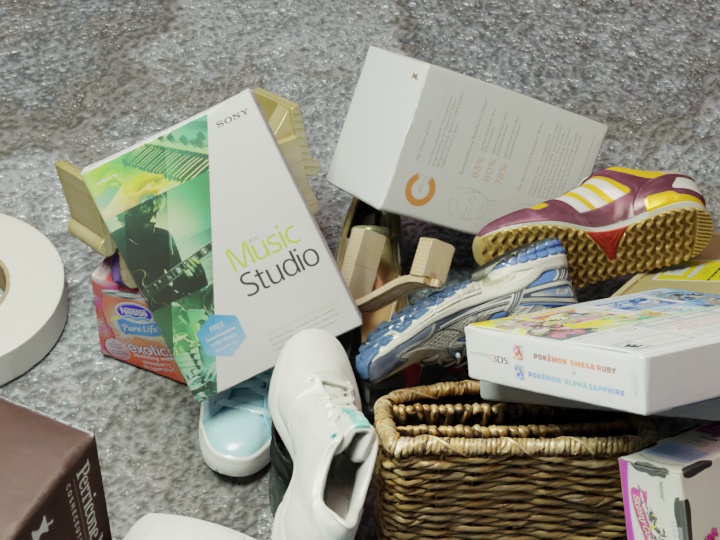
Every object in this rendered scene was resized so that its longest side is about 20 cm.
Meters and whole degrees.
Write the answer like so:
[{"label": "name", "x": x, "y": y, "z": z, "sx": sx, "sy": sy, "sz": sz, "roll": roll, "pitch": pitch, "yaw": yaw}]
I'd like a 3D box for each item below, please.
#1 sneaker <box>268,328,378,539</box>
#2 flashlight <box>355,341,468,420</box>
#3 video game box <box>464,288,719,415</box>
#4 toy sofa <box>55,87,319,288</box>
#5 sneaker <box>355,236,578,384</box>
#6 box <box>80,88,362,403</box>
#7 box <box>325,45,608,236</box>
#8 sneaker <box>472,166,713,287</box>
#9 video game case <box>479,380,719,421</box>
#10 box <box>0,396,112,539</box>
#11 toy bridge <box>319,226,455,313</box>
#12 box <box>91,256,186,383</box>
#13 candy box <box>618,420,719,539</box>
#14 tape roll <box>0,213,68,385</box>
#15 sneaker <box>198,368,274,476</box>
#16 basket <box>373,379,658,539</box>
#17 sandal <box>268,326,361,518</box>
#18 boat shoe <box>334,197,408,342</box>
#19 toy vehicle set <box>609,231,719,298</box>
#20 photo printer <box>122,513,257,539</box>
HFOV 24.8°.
[{"label": "sneaker", "x": -0.017, "y": 0.116, "z": 1.168, "sx": 0.075, "sy": 0.089, "sz": 0.200, "roll": 15, "pitch": 50, "yaw": -22}, {"label": "flashlight", "x": 0.089, "y": 0.073, "z": 1.338, "sx": 0.200, "sy": 0.068, "sz": 0.068, "roll": -9, "pitch": 53, "yaw": -18}, {"label": "video game box", "x": 0.206, "y": 0.052, "z": 1.147, "sx": 0.200, "sy": 0.047, "sz": 0.182, "roll": -9, "pitch": 12, "yaw": -33}, {"label": "toy sofa", "x": -0.138, "y": -0.068, "z": 1.338, "sx": 0.200, "sy": 0.098, "sz": 0.083, "roll": -24, "pitch": 26, "yaw": -22}, {"label": "sneaker", "x": 0.091, "y": 0.048, "z": 1.273, "sx": 0.200, "sy": 0.077, "sz": 0.085, "roll": -27, "pitch": 92, "yaw": -20}, {"label": "box", "x": -0.104, "y": -0.018, "z": 1.249, "sx": 0.144, "sy": 0.200, "sz": 0.036, "roll": -26, "pitch": 9, "yaw": 1}, {"label": "box", "x": 0.091, "y": -0.099, "z": 1.396, "sx": 0.200, "sy": 0.125, "sz": 0.097, "roll": 14, "pitch": 9, "yaw": -34}, {"label": "sneaker", "x": 0.190, "y": -0.040, "z": 1.380, "sx": 0.200, "sy": 0.075, "sz": 0.090, "roll": -6, "pitch": 36, "yaw": -2}, {"label": "video game case", "x": 0.219, "y": 0.076, "z": 1.219, "sx": 0.200, "sy": 0.023, "sz": 0.182, "roll": 3, "pitch": 10, "yaw": 35}, {"label": "box", "x": -0.292, "y": 0.203, "z": 1.115, "sx": 0.164, "sy": 0.166, "sz": 0.200, "roll": 18, "pitch": 47, "yaw": 19}, {"label": "toy bridge", "x": 0.000, "y": 0.000, "z": 1.340, "sx": 0.027, "sy": 0.067, "sz": 0.200, "roll": 20, "pitch": -6, "yaw": -37}, {"label": "box", "x": -0.132, "y": -0.010, "z": 1.392, "sx": 0.102, "sy": 0.095, "sz": 0.200, "roll": 19, "pitch": 47, "yaw": 17}, {"label": "candy box", "x": 0.277, "y": 0.170, "z": 1.155, "sx": 0.200, "sy": 0.137, "sz": 0.061, "roll": -16, "pitch": 15, "yaw": -34}, {"label": "tape roll", "x": -0.350, "y": 0.026, "z": 1.393, "sx": 0.202, "sy": 0.037, "sz": 0.203, "roll": 0, "pitch": 44, "yaw": 0}, {"label": "sneaker", "x": -0.087, "y": 0.071, "z": 1.318, "sx": 0.074, "sy": 0.082, "sz": 0.200, "roll": 6, "pitch": 44, "yaw": 6}, {"label": "basket", "x": 0.109, "y": 0.125, "z": 1.219, "sx": 0.200, "sy": 0.149, "sz": 0.143, "roll": -1, "pitch": 44, "yaw": -1}, {"label": "sandal", "x": -0.042, "y": 0.116, "z": 1.258, "sx": 0.075, "sy": 0.048, "sz": 0.201, "roll": -14, "pitch": 58, "yaw": 28}, {"label": "boat shoe", "x": 0.005, "y": -0.008, "z": 1.407, "sx": 0.072, "sy": 0.076, "sz": 0.200, "roll": -1, "pitch": 44, "yaw": -2}, {"label": "toy vehicle set", "x": 0.296, "y": 0.010, "z": 1.356, "sx": 0.124, "sy": 0.027, "sz": 0.200, "roll": 2, "pitch": 19, "yaw": 32}, {"label": "photo printer", "x": -0.123, "y": 0.262, "z": 1.126, "sx": 0.166, "sy": 0.070, "sz": 0.200, "roll": 20, "pitch": 46, "yaw": 17}]
